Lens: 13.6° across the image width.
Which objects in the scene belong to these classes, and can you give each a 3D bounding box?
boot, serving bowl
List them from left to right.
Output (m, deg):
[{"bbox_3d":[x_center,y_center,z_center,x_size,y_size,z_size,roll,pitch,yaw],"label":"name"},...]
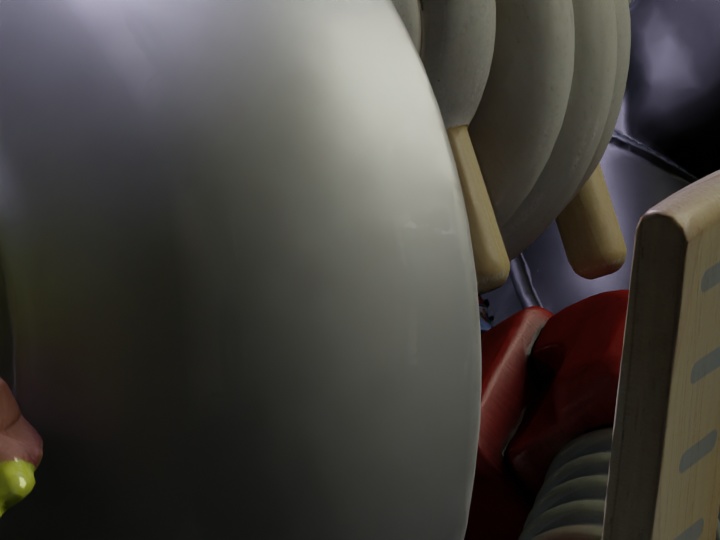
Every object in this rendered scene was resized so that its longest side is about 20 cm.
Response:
[{"bbox_3d":[-0.062,0.015,0.608,0.065,0.201,0.200,-2,33,-36],"label":"serving bowl"},{"bbox_3d":[0.107,-0.034,0.846,0.073,0.163,0.199,35,14,-30],"label":"boot"}]

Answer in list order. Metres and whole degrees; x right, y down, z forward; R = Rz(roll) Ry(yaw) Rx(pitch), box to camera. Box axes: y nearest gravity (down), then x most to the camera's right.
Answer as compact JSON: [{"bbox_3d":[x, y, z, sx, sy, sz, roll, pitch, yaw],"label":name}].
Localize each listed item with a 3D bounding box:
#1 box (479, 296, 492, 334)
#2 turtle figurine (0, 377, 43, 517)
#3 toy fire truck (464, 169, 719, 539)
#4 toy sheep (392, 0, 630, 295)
[{"bbox_3d":[0.000,0.000,0.874,0.200,0.035,0.110,28,25,-49],"label":"box"},{"bbox_3d":[-0.128,-0.019,0.510,0.064,0.199,0.162,37,-31,64],"label":"turtle figurine"},{"bbox_3d":[0.049,0.055,0.671,0.129,0.200,0.176,47,38,-12],"label":"toy fire truck"},{"bbox_3d":[0.001,-0.052,0.726,0.138,0.138,0.200,44,13,12],"label":"toy sheep"}]
